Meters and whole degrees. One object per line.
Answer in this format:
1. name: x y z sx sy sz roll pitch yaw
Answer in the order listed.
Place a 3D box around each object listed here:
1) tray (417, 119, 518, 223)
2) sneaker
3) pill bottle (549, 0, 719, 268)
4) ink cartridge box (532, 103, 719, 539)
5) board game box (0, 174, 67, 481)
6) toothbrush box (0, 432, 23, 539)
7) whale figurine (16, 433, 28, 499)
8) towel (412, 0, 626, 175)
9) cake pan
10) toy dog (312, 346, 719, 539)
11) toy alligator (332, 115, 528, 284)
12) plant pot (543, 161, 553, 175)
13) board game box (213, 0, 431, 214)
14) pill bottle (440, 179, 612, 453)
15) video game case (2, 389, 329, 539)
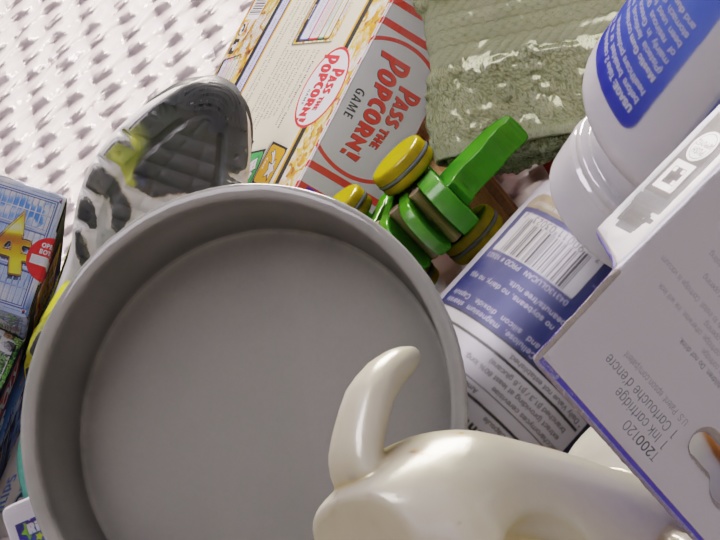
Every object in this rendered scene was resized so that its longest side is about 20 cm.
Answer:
1. tray: 0.047 -0.043 1.488 0.037 0.099 0.200 -40 27 1
2. sneaker: -0.114 -0.022 1.452 0.200 0.074 0.085 -59 11 26
3. pill bottle: 0.161 -0.088 1.197 0.200 0.112 0.112 -55 14 40
4. ink cartridge box: 0.184 0.024 1.106 0.200 0.198 0.043 -45 22 -7
5. board game box: -0.204 0.057 1.483 0.200 0.061 0.200 -72 -2 -47
6. toothbrush box: -0.084 0.088 1.483 0.199 0.085 0.147 -22 33 32
7. whale figurine: -0.104 0.131 1.339 0.159 0.104 0.201 8 97 33
8. towel: 0.113 -0.129 1.333 0.199 0.149 0.036 -11 -5 27
9. cake pan: -0.046 0.065 1.228 0.199 0.037 0.201 -4 78 17
10. toy dog: 0.080 0.116 1.139 0.199 0.194 0.140 -16 -19 -39
11. toy alligator: 0.000 0.000 1.347 0.200 0.059 0.054 -39 14 24
12. plant pot: 0.129 -0.161 1.467 0.200 0.177 0.201 -30 30 20
13. board game box: -0.028 -0.084 1.480 0.152 0.046 0.200 -63 22 -5
14. pill bottle: 0.060 0.065 1.300 0.200 0.111 0.111 -47 28 -10
15. video game case: -0.061 0.170 1.244 0.143 0.018 0.201 -23 74 13
